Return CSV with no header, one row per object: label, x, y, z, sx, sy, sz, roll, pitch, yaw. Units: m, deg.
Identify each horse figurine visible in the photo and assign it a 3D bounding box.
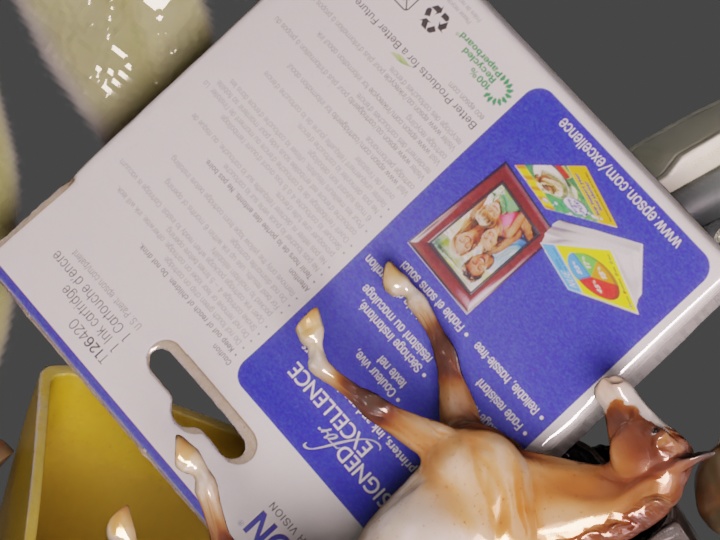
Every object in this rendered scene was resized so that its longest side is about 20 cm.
horse figurine,0.002,0.086,0.927,0.200,0.050,0.133,-42,76,-16

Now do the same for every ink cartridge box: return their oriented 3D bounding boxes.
ink cartridge box,0.000,0.000,1.003,0.200,0.047,0.198,-43,73,4

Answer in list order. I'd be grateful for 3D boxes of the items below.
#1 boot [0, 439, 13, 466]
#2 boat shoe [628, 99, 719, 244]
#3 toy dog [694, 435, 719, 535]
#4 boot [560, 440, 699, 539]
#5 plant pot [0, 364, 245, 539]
boot,-0.243,0.061,1.022,0.199,0.077,0.156,-28,78,-19
boat shoe,0.090,0.001,1.056,0.199,0.073,0.062,-31,103,-5
toy dog,0.196,0.024,0.977,0.193,0.139,0.201,30,104,21
boot,0.117,0.130,1.032,0.069,0.200,0.174,-38,104,-10
plant pot,-0.061,0.186,1.026,0.199,0.200,0.177,20,116,-13
